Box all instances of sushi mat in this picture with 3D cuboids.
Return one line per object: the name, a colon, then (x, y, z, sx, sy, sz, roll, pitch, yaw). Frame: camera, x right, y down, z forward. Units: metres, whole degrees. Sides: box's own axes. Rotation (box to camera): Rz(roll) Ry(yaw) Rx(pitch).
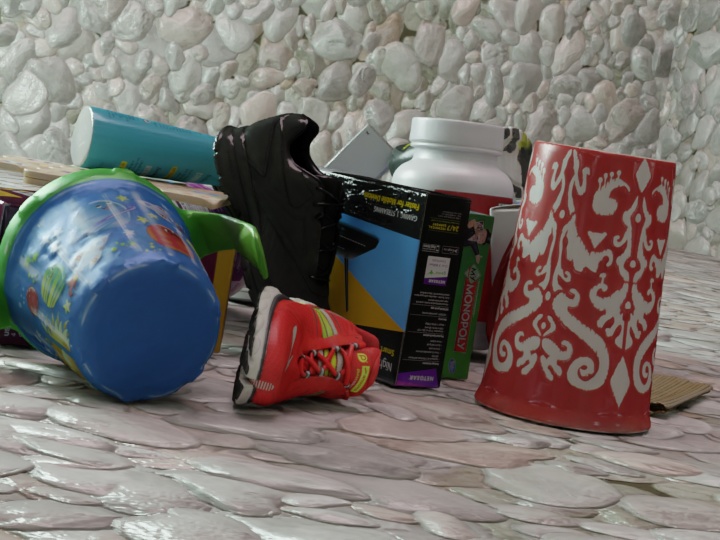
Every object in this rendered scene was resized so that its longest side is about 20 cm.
sushi mat: (0.235, 0.100, 1.494, 0.095, 0.012, 0.200, 12, 6, 21)

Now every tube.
tube: (-0.141, -0.095, 1.477, 0.199, 0.051, 0.077, 9, -8, -27)

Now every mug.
mug: (0.150, 0.005, 1.329, 0.177, 0.201, 0.133, 13, 7, 37)

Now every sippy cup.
sippy cup: (-0.154, 0.017, 1.129, 0.139, 0.178, 0.130, 39, 1, -31)

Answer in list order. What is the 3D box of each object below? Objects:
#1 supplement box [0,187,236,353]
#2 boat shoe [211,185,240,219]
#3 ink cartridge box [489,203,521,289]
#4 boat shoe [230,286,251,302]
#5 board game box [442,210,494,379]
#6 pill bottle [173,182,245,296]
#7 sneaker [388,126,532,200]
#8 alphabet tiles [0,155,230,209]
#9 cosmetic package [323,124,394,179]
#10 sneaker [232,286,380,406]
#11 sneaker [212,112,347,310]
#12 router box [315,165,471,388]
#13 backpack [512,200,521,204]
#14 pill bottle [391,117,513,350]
supplement box: (-0.212, -0.002, 1.313, 0.199, 0.104, 0.131, 4, 8, -39)
boat shoe: (-0.076, -0.026, 1.568, 0.065, 0.201, 0.072, -20, -14, -38)
ink cartridge box: (0.174, 0.011, 1.561, 0.082, 0.148, 0.200, -1, 1, 16)
boat shoe: (-0.117, -0.006, 1.732, 0.201, 0.065, 0.074, 12, 6, 35)
board game box: (0.042, 0.006, 1.497, 0.029, 0.136, 0.200, 5, 7, -28)
pill bottle: (-0.183, -0.025, 1.574, 0.112, 0.113, 0.200, 12, 6, 28)
sneaker: (0.107, -0.114, 1.811, 0.084, 0.075, 0.199, -1, -5, 39)
alphabet tiles: (-0.201, -0.069, 1.406, 0.194, 0.015, 0.200, 10, 5, 2)
cosmetic package: (-0.045, -0.065, 1.833, 0.051, 0.200, 0.083, 45, 5, -1)
sneaker: (-0.029, 0.055, 1.191, 0.084, 0.077, 0.200, 17, 8, 11)
sneaker: (-0.049, -0.030, 1.369, 0.090, 0.201, 0.076, -19, -7, 16)
router box: (0.000, 0.000, 1.406, 0.051, 0.150, 0.200, 6, 6, -36)
backpack: (0.083, -0.007, 1.734, 0.199, 0.136, 0.182, 4, 6, -18)
pill bottle: (0.079, -0.033, 1.587, 0.111, 0.201, 0.112, 5, 2, 0)
